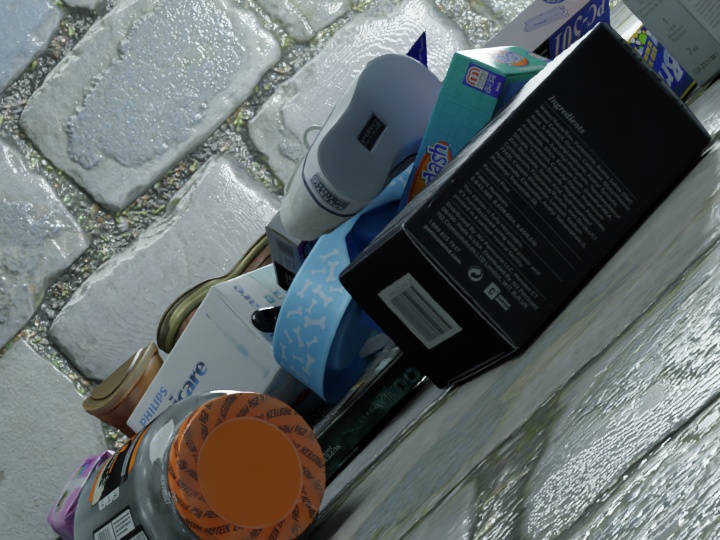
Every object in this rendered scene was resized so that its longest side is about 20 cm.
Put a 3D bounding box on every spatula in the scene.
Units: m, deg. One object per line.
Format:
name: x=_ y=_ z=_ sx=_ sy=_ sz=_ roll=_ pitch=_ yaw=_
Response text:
spatula: x=-0.003 y=0.027 z=1.671 sx=0.199 sy=0.057 sz=0.021 roll=-11 pitch=-30 yaw=-39

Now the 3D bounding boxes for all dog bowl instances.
dog bowl: x=0.000 y=0.000 z=1.599 sx=0.201 sy=0.049 sz=0.112 roll=-59 pitch=-18 yaw=-30

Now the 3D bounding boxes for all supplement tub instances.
supplement tub: x=-0.100 y=0.148 z=1.410 sx=0.123 sy=0.123 sz=0.200 roll=-46 pitch=4 yaw=-29

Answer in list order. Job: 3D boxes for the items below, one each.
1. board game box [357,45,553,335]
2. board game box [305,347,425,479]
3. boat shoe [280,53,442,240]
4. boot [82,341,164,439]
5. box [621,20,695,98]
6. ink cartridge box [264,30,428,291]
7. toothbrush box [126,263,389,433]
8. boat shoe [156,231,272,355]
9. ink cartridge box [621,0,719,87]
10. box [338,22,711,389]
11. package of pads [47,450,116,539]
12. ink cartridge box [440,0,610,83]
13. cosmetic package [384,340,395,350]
board game box: x=0.073 y=-0.057 z=1.584 sx=0.202 sy=0.045 sz=0.152 roll=-70 pitch=-16 yaw=13
board game box: x=-0.016 y=0.113 z=1.647 sx=0.135 sy=0.028 sz=0.200 roll=-45 pitch=2 yaw=-8
boat shoe: x=-0.005 y=-0.076 z=1.546 sx=0.086 sy=0.075 sz=0.202 roll=-42 pitch=9 yaw=36
boot: x=-0.144 y=0.138 z=1.808 sx=0.074 sy=0.155 sz=0.200 roll=-40 pitch=-1 yaw=2
box: x=0.198 y=-0.128 z=1.711 sx=0.200 sy=0.064 sz=0.070 roll=-46 pitch=3 yaw=-41
ink cartridge box: x=0.003 y=-0.077 z=1.659 sx=0.201 sy=0.037 sz=0.095 roll=-54 pitch=-18 yaw=-19
toothbrush box: x=-0.067 y=0.070 z=1.730 sx=0.200 sy=0.085 sz=0.147 roll=-20 pitch=-31 yaw=-57
boat shoe: x=-0.077 y=0.022 z=1.861 sx=0.200 sy=0.067 sz=0.072 roll=-37 pitch=-29 yaw=-29
ink cartridge box: x=0.250 y=-0.256 z=1.709 sx=0.044 sy=0.174 sz=0.200 roll=-41 pitch=4 yaw=44
box: x=0.101 y=-0.039 z=1.408 sx=0.200 sy=0.104 sz=0.148 roll=-45 pitch=2 yaw=-20
package of pads: x=-0.170 y=0.195 z=1.710 sx=0.076 sy=0.120 sz=0.200 roll=-58 pitch=6 yaw=-12
ink cartridge box: x=0.125 y=-0.140 z=1.732 sx=0.200 sy=0.044 sz=0.095 roll=-42 pitch=-42 yaw=-38
cosmetic package: x=-0.047 y=0.074 z=1.927 sx=0.200 sy=0.102 sz=0.074 roll=-47 pitch=5 yaw=-27
